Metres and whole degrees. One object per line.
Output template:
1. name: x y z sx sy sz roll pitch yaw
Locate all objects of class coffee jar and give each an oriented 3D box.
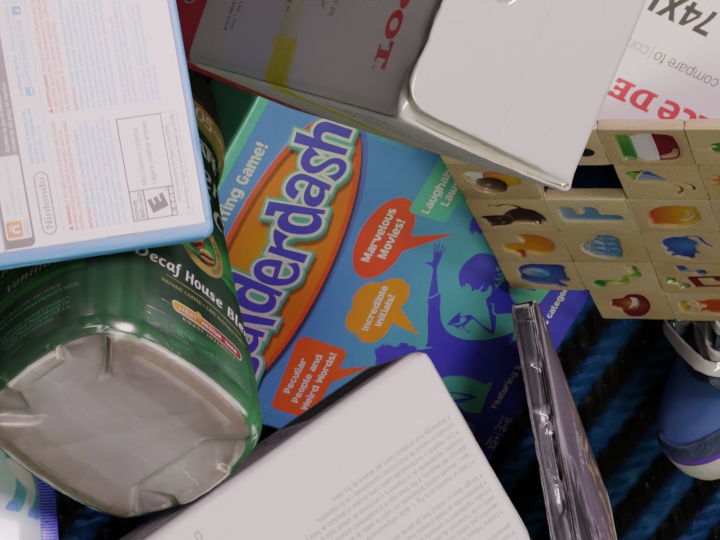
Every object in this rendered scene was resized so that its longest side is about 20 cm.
1. coffee jar: -0.097 -0.010 1.123 0.085 0.200 0.104 -35 130 22

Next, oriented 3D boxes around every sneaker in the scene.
1. sneaker: 0.157 -0.012 1.305 0.146 0.081 0.200 25 107 -34

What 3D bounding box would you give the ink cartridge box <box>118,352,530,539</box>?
1. ink cartridge box: -0.010 0.153 1.120 0.200 0.044 0.174 -33 97 -34

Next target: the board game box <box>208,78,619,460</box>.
1. board game box: 0.000 0.000 1.267 0.200 0.045 0.152 18 112 -31

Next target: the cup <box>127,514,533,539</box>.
1. cup: -0.004 0.150 1.252 0.200 0.200 0.143 28 113 -34

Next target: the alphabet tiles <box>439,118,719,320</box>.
1. alphabet tiles: 0.129 -0.018 1.187 0.167 0.008 0.200 1 159 16

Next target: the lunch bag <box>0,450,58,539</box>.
1. lunch bag: -0.212 0.075 1.118 0.170 0.200 0.127 3 131 -26

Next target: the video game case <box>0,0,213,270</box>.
1. video game case: -0.159 -0.067 1.021 0.200 0.018 0.143 -9 87 -18

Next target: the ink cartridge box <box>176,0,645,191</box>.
1. ink cartridge box: 0.019 -0.122 1.080 0.083 0.200 0.145 22 90 -33

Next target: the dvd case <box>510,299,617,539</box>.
1. dvd case: 0.101 0.124 1.291 0.016 0.149 0.200 -13 148 7

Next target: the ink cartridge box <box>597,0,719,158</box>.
1. ink cartridge box: 0.128 -0.161 1.157 0.147 0.146 0.200 20 111 -32
